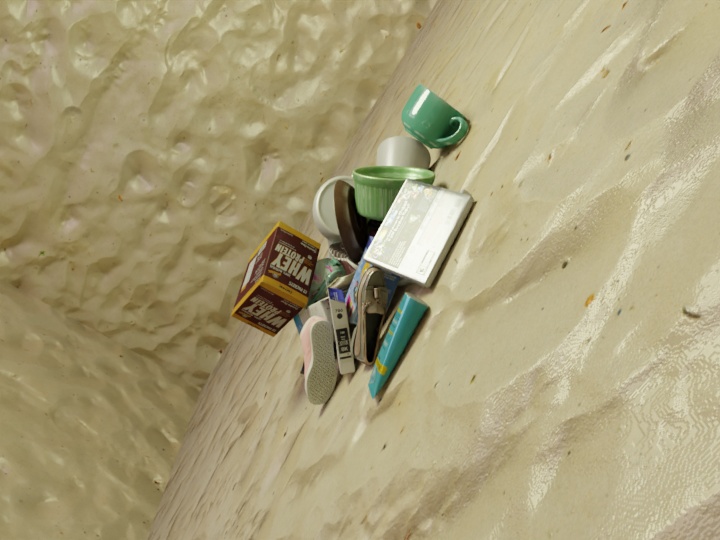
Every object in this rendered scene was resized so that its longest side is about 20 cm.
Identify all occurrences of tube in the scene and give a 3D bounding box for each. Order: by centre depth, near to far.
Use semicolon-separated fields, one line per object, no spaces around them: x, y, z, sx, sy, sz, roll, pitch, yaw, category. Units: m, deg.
0.064;0.144;1.276;0.077;0.049;0.204;-100;35;-81;tube

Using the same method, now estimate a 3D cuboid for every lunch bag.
-0.089;0.035;1.848;0.161;0.077;0.199;-52;-16;21;lunch bag

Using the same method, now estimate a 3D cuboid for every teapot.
-0.046;-0.163;1.884;0.197;0.201;0.146;-28;-9;-10;teapot

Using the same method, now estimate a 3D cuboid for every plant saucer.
-0.017;-0.120;1.608;0.031;0.204;0.202;-12;31;14;plant saucer

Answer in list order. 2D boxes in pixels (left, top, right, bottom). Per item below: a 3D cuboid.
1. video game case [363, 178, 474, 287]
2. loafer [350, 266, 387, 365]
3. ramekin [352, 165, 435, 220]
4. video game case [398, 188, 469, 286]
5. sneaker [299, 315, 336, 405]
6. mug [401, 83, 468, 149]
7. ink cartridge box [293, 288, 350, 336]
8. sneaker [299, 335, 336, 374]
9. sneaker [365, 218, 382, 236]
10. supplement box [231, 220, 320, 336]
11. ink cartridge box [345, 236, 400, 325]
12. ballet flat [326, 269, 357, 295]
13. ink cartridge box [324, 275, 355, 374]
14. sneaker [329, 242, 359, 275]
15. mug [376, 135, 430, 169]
0.116;-0.082;1.368;0.180;0.023;0.203;22;79;42;video game case
0.026;0.097;1.401;0.063;0.070;0.206;27;111;61;loafer
0.076;-0.182;1.572;0.201;0.194;0.101;-106;17;-72;ramekin
0.148;-0.067;1.432;0.204;0.023;0.182;-64;13;-14;video game case
-0.101;0.204;1.577;0.104;0.073;0.206;-151;61;-70;sneaker
0.179;-0.378;1.692;0.116;0.150;0.186;-55;13;14;mug
-0.074;0.103;1.678;0.114;0.068;0.199;-20;-4;-35;ink cartridge box
-0.094;0.218;1.688;0.200;0.073;0.109;151;136;-69;sneaker
0.037;-0.117;1.749;0.203;0.081;0.078;102;163;-46;sneaker
-0.220;0.025;1.750;0.197;0.131;0.204;-42;28;45;supplement box
0.036;0.014;1.501;0.137;0.075;0.204;-113;45;-71;ink cartridge box
0.000;0.000;1.612;0.197;0.047;0.067;-29;1;4;ballet flat
-0.046;0.118;1.498;0.100;0.038;0.206;-111;12;-74;ink cartridge box
-0.028;0.002;1.742;0.200;0.074;0.119;-137;40;-62;sneaker
0.112;-0.229;1.752;0.146;0.187;0.156;-10;51;29;mug
